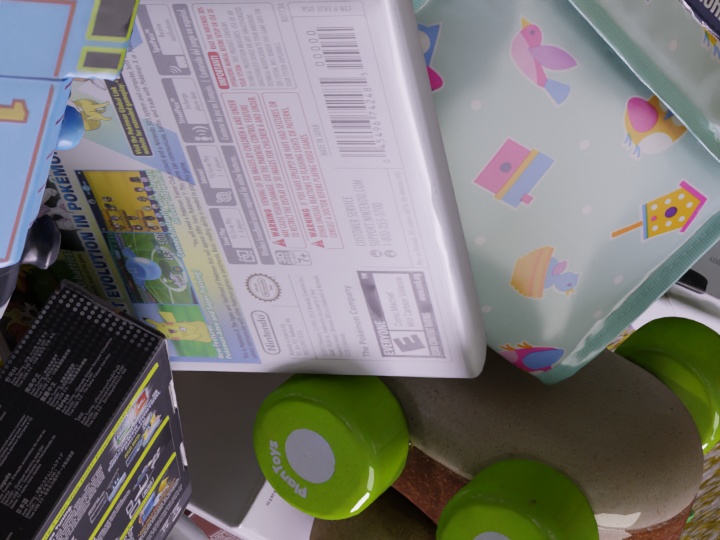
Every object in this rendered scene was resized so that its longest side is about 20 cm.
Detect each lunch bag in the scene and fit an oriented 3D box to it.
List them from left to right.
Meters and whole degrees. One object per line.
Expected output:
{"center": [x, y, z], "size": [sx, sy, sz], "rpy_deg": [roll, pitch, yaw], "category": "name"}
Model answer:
{"center": [0.075, -0.085, 0.796], "size": [0.200, 0.122, 0.170], "rpy_deg": [-40, 124, 16], "category": "lunch bag"}

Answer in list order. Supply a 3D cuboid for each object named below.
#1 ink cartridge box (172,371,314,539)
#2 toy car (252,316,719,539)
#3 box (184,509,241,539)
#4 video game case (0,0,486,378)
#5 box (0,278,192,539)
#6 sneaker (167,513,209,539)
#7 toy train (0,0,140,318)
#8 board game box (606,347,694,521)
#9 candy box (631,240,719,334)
{"center": [-0.040, 0.079, 1.017], "size": [0.085, 0.146, 0.200], "rpy_deg": [-61, 146, -6], "category": "ink cartridge box"}
{"center": [0.041, 0.114, 0.900], "size": [0.164, 0.157, 0.201], "rpy_deg": [-35, 146, -51], "category": "toy car"}
{"center": [-0.084, 0.124, 1.279], "size": [0.100, 0.075, 0.200], "rpy_deg": [-30, 163, 9], "category": "box"}
{"center": [-0.060, -0.030, 0.745], "size": [0.181, 0.022, 0.201], "rpy_deg": [1, 144, 13], "category": "video game case"}
{"center": [-0.130, 0.123, 0.786], "size": [0.201, 0.044, 0.160], "rpy_deg": [-58, 167, -21], "category": "box"}
{"center": [-0.111, 0.124, 1.079], "size": [0.074, 0.200, 0.082], "rpy_deg": [-58, 160, 15], "category": "sneaker"}
{"center": [-0.126, -0.056, 0.626], "size": [0.113, 0.087, 0.201], "rpy_deg": [3, 126, -23], "category": "toy train"}
{"center": [0.085, 0.069, 1.164], "size": [0.040, 0.201, 0.153], "rpy_deg": [-19, 160, -20], "category": "board game box"}
{"center": [0.172, -0.070, 0.955], "size": [0.201, 0.071, 0.168], "rpy_deg": [-66, 161, -6], "category": "candy box"}
